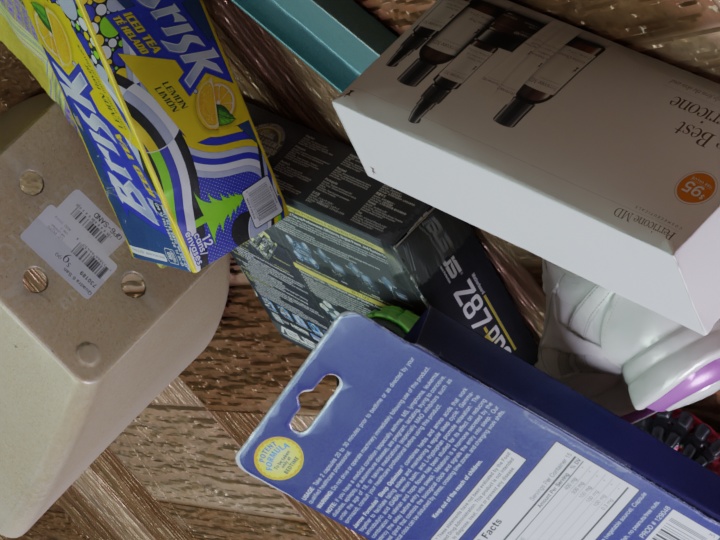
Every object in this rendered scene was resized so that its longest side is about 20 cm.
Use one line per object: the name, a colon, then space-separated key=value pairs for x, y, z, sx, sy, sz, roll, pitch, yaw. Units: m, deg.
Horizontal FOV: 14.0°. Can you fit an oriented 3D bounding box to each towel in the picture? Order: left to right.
towel: x=-0.161 y=-0.101 z=1.635 sx=0.200 sy=0.023 sz=0.144 roll=54 pitch=167 yaw=12

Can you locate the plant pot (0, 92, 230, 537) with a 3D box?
plant pot: x=-0.190 y=0.006 z=1.763 sx=0.200 sy=0.200 sz=0.177 roll=45 pitch=150 yaw=-2

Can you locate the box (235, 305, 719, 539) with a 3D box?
box: x=0.056 y=0.091 z=1.286 sx=0.199 sy=0.032 sz=0.121 roll=30 pitch=132 yaw=-8

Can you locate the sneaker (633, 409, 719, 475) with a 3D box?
sneaker: x=0.196 y=0.135 z=1.365 sx=0.200 sy=0.081 sz=0.075 roll=43 pitch=-178 yaw=24

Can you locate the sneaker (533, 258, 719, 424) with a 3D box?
sneaker: x=0.117 y=0.017 z=1.307 sx=0.100 sy=0.075 sz=0.200 roll=63 pitch=163 yaw=4

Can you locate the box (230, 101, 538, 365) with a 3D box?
box: x=0.000 y=0.000 z=1.529 sx=0.200 sy=0.049 sz=0.161 roll=25 pitch=155 yaw=47

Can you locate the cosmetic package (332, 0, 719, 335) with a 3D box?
cosmetic package: x=0.085 y=-0.050 z=1.173 sx=0.200 sy=0.083 sz=0.051 roll=26 pitch=155 yaw=43

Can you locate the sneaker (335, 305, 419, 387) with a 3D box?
sneaker: x=0.023 y=0.075 z=1.415 sx=0.077 sy=0.084 sz=0.200 roll=52 pitch=172 yaw=-19

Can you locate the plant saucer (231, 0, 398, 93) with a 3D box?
plant saucer: x=-0.003 y=-0.101 z=1.359 sx=0.200 sy=0.019 sz=0.070 roll=40 pitch=162 yaw=13

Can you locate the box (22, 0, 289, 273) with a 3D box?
box: x=-0.109 y=-0.103 z=1.442 sx=0.070 sy=0.064 sz=0.201 roll=14 pitch=130 yaw=57
